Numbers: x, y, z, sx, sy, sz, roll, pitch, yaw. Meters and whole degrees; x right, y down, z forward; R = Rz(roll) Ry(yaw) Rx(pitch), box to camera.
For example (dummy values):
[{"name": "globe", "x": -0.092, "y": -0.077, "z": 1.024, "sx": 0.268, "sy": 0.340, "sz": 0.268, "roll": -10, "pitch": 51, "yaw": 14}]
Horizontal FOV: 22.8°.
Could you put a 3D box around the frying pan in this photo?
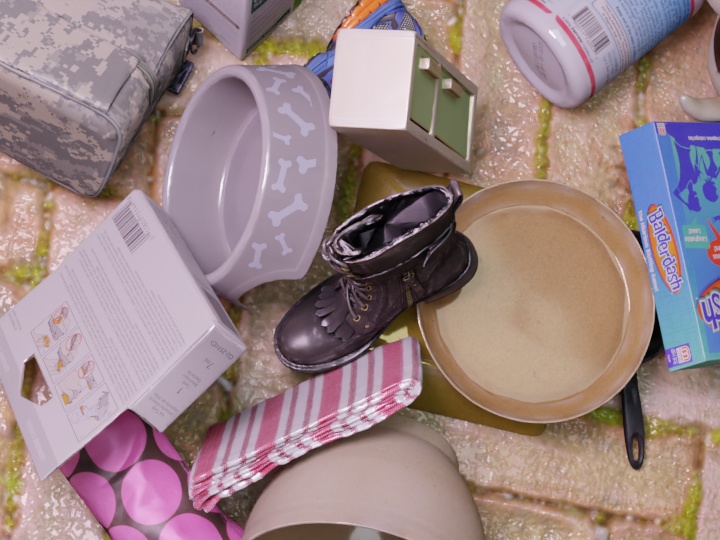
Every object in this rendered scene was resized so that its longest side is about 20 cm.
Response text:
[{"name": "frying pan", "x": 0.235, "y": 0.057, "z": 1.513, "sx": 0.114, "sy": 0.031, "sz": 0.192, "roll": -27, "pitch": 98, "yaw": -14}]

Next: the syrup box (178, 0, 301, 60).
[{"name": "syrup box", "x": -0.094, "y": -0.254, "z": 1.451, "sx": 0.081, "sy": 0.200, "sz": 0.079, "roll": 43, "pitch": 77, "yaw": 4}]

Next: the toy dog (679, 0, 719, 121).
[{"name": "toy dog", "x": 0.340, "y": -0.224, "z": 1.489, "sx": 0.192, "sy": 0.200, "sz": 0.141, "roll": -20, "pitch": 56, "yaw": 11}]

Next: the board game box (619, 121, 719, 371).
[{"name": "board game box", "x": 0.301, "y": -0.022, "z": 1.494, "sx": 0.151, "sy": 0.045, "sz": 0.202, "roll": -3, "pitch": 78, "yaw": -39}]

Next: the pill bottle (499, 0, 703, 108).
[{"name": "pill bottle", "x": 0.223, "y": -0.237, "z": 1.530, "sx": 0.199, "sy": 0.109, "sz": 0.109, "roll": -38, "pitch": 85, "yaw": -12}]

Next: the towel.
[{"name": "towel", "x": -0.039, "y": 0.115, "z": 1.391, "sx": 0.198, "sy": 0.146, "sz": 0.030, "roll": -25, "pitch": 101, "yaw": 7}]

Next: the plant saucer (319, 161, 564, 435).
[{"name": "plant saucer", "x": 0.082, "y": 0.019, "z": 1.495, "sx": 0.198, "sy": 0.048, "sz": 0.202, "roll": 13, "pitch": 78, "yaw": -4}]

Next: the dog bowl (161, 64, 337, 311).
[{"name": "dog bowl", "x": -0.094, "y": -0.070, "z": 1.413, "sx": 0.058, "sy": 0.199, "sz": 0.202, "roll": 11, "pitch": 76, "yaw": -31}]

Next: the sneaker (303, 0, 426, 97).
[{"name": "sneaker", "x": -0.014, "y": -0.151, "z": 1.507, "sx": 0.078, "sy": 0.075, "sz": 0.200, "roll": 39, "pitch": 79, "yaw": -1}]

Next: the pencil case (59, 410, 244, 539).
[{"name": "pencil case", "x": -0.171, "y": 0.171, "z": 1.417, "sx": 0.093, "sy": 0.091, "sz": 0.201, "roll": -36, "pitch": 87, "yaw": -12}]

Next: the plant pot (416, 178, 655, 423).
[{"name": "plant pot", "x": 0.142, "y": 0.026, "z": 1.462, "sx": 0.198, "sy": 0.027, "sz": 0.202, "roll": 1, "pitch": 78, "yaw": -6}]

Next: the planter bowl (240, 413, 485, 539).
[{"name": "planter bowl", "x": 0.009, "y": 0.197, "z": 1.393, "sx": 0.198, "sy": 0.201, "sz": 0.136, "roll": 16, "pitch": 50, "yaw": -3}]

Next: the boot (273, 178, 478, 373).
[{"name": "boot", "x": 0.000, "y": 0.000, "z": 1.363, "sx": 0.199, "sy": 0.174, "sz": 0.070, "roll": -32, "pitch": 72, "yaw": 5}]

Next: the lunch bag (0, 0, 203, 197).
[{"name": "lunch bag", "x": -0.244, "y": -0.183, "z": 1.454, "sx": 0.199, "sy": 0.140, "sz": 0.169, "roll": 28, "pitch": 60, "yaw": -3}]

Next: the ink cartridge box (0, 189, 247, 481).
[{"name": "ink cartridge box", "x": -0.193, "y": 0.054, "z": 1.371, "sx": 0.176, "sy": 0.200, "sz": 0.045, "roll": -42, "pitch": 130, "yaw": 5}]

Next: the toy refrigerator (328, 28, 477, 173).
[{"name": "toy refrigerator", "x": 0.040, "y": -0.131, "z": 1.415, "sx": 0.069, "sy": 0.200, "sz": 0.077, "roll": 4, "pitch": 84, "yaw": 18}]
